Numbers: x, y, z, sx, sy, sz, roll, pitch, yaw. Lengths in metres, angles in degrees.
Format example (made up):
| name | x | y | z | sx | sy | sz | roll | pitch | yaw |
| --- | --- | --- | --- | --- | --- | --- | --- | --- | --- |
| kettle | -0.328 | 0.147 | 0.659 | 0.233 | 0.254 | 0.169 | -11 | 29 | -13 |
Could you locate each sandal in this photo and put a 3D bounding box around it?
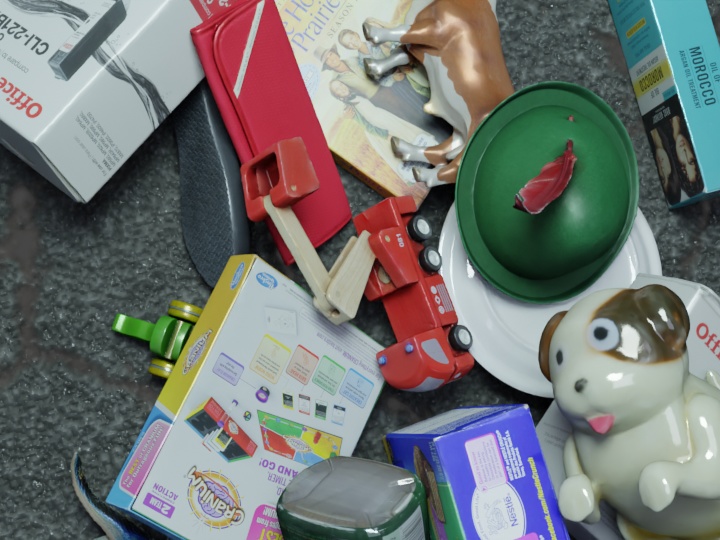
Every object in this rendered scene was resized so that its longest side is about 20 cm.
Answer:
| name | x | y | z | sx | sy | sz | roll | pitch | yaw |
| --- | --- | --- | --- | --- | --- | --- | --- | --- | --- |
| sandal | -0.110 | -0.089 | 0.978 | 0.042 | 0.076 | 0.203 | -4 | 84 | -38 |

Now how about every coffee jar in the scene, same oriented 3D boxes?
| name | x | y | z | sx | sy | sz | roll | pitch | yaw |
| --- | --- | --- | --- | --- | --- | --- | --- | --- | --- |
| coffee jar | 0.008 | 0.240 | 0.903 | 0.085 | 0.103 | 0.202 | -37 | 126 | -47 |

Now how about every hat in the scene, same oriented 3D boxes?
| name | x | y | z | sx | sy | sz | roll | pitch | yaw |
| --- | --- | --- | --- | --- | --- | --- | --- | --- | --- |
| hat | 0.173 | -0.048 | 0.898 | 0.200 | 0.176 | 0.166 | -41 | 109 | -18 |

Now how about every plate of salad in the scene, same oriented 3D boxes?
| name | x | y | z | sx | sy | sz | roll | pitch | yaw |
| --- | --- | --- | --- | --- | --- | --- | --- | --- | --- |
| plate of salad | 0.152 | 0.003 | 1.020 | 0.197 | 0.048 | 0.203 | 4 | 78 | -17 |

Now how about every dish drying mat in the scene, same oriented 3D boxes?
| name | x | y | z | sx | sy | sz | roll | pitch | yaw |
| --- | --- | --- | --- | --- | --- | --- | --- | --- | --- |
| dish drying mat | -0.063 | -0.106 | 0.953 | 0.077 | 0.018 | 0.202 | -38 | 123 | -29 |

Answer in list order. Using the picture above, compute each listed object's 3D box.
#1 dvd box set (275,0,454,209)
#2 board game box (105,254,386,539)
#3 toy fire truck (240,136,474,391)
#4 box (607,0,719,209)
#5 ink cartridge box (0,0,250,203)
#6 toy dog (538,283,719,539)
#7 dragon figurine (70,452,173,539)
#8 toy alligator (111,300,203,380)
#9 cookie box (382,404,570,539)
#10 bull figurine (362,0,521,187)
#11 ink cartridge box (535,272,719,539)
| name | x | y | z | sx | sy | sz | roll | pitch | yaw |
| --- | --- | --- | --- | --- | --- | --- | --- | --- | --- |
| dvd box set | 0.002 | -0.162 | 1.023 | 0.199 | 0.029 | 0.147 | 36 | 79 | -4 |
| board game box | -0.075 | 0.113 | 0.922 | 0.153 | 0.040 | 0.202 | 37 | 69 | -29 |
| toy fire truck | 0.000 | 0.000 | 0.938 | 0.140 | 0.049 | 0.202 | -11 | 78 | -48 |
| box | 0.263 | -0.158 | 1.041 | 0.049 | 0.082 | 0.203 | -14 | 85 | -10 |
| ink cartridge box | -0.197 | -0.171 | 0.933 | 0.144 | 0.084 | 0.200 | 33 | 77 | 32 |
| toy dog | 0.205 | 0.102 | 0.842 | 0.201 | 0.139 | 0.194 | 51 | 55 | -20 |
| dragon figurine | -0.149 | 0.221 | 0.936 | 0.098 | 0.059 | 0.203 | -17 | 87 | -11 |
| toy alligator | -0.096 | 0.071 | 0.966 | 0.198 | 0.054 | 0.060 | 21 | 80 | -6 |
| cookie box | 0.087 | 0.190 | 0.908 | 0.074 | 0.200 | 0.173 | -16 | 85 | -10 |
| bull figurine | 0.069 | -0.160 | 0.987 | 0.120 | 0.065 | 0.202 | -20 | 86 | -10 |
| ink cartridge box | 0.229 | 0.125 | 0.978 | 0.146 | 0.085 | 0.201 | 42 | 79 | -26 |
